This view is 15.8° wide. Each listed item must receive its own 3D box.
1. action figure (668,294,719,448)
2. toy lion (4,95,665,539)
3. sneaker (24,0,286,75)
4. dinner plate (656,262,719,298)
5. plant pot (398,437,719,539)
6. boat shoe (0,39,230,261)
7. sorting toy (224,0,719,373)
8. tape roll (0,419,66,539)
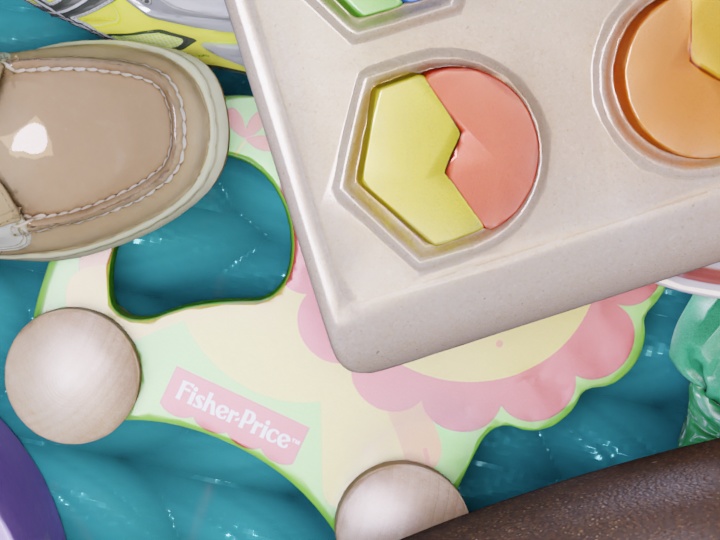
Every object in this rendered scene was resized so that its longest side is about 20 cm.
[{"bbox_3d":[0.170,-0.012,0.901,0.118,0.055,0.200,34,99,-6],"label":"action figure"},{"bbox_3d":[0.000,0.000,0.906,0.200,0.069,0.192,24,91,-3],"label":"toy lion"},{"bbox_3d":[-0.096,-0.108,0.876,0.200,0.076,0.075,23,61,17],"label":"sneaker"},{"bbox_3d":[0.131,-0.090,0.850,0.200,0.024,0.201,1,104,4],"label":"dinner plate"},{"bbox_3d":[0.077,0.141,0.834,0.200,0.187,0.187,-1,99,-14],"label":"plant pot"},{"bbox_3d":[-0.140,-0.035,0.860,0.200,0.066,0.074,-9,89,25],"label":"boat shoe"},{"bbox_3d":[0.055,-0.083,0.809,0.185,0.036,0.200,-18,102,-5],"label":"sorting toy"},{"bbox_3d":[-0.204,0.125,0.912,0.200,0.085,0.200,0,99,1],"label":"tape roll"}]
